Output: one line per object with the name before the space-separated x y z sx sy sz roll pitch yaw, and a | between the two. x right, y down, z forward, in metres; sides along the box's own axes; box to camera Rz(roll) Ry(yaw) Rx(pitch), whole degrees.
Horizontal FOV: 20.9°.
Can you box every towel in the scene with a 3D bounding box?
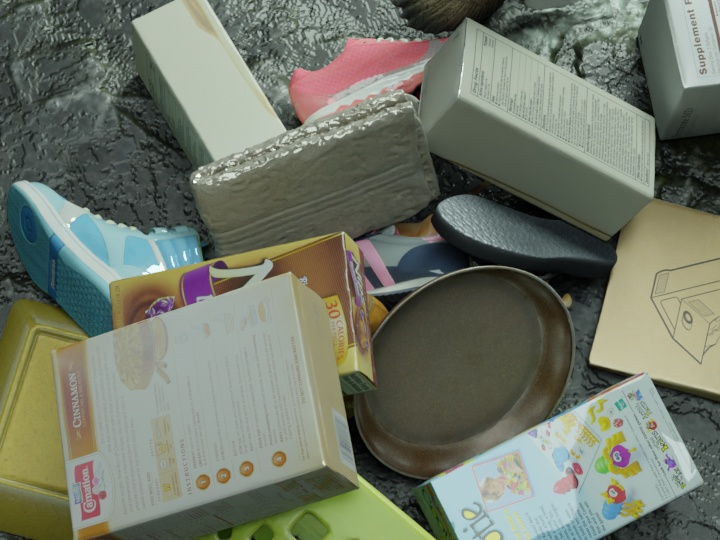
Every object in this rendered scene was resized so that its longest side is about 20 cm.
towel | -0.036 -0.070 1.600 0.200 0.133 0.035 -21 50 -3

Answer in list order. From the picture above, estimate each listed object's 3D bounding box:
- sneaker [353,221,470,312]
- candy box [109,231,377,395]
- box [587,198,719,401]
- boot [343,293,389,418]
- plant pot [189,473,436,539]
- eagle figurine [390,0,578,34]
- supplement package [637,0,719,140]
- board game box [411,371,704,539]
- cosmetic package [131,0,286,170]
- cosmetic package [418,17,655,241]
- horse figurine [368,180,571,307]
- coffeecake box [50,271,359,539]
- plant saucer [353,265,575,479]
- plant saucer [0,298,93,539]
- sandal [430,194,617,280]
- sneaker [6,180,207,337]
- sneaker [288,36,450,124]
sneaker | 0.000 0.000 1.655 0.200 0.070 0.082 1 59 19
candy box | -0.092 0.050 1.515 0.200 0.056 0.117 -12 68 13
box | 0.312 0.033 1.694 0.200 0.021 0.164 15 71 2
boot | -0.064 0.082 1.612 0.201 0.144 0.071 -26 39 10
plant pot | -0.051 0.243 1.519 0.199 0.200 0.182 39 80 11
eagle figurine | 0.120 -0.287 1.714 0.151 0.152 0.200 10 28 15
supplement package | 0.360 -0.200 1.727 0.200 0.117 0.117 -7 71 -4
board game box | 0.158 0.176 1.588 0.200 0.103 0.105 -25 84 -11
cosmetic package | -0.121 -0.131 1.692 0.071 0.105 0.200 -28 76 -12
cosmetic package | 0.151 -0.119 1.661 0.200 0.073 0.104 26 46 -17
horse figurine | 0.096 0.004 1.682 0.132 0.050 0.200 -20 70 -15
coffeecake box | -0.116 0.109 1.428 0.200 0.073 0.154 -18 65 15
plant saucer | 0.082 0.080 1.603 0.200 0.200 0.032 -24 33 -10
plant saucer | -0.226 0.130 1.625 0.200 0.048 0.200 14 71 3
sandal | 0.138 -0.015 1.628 0.200 0.043 0.076 12 33 -40
sneaker | -0.209 -0.018 1.672 0.130 0.080 0.200 -21 53 -34
sneaker | 0.027 -0.182 1.731 0.200 0.074 0.087 -25 69 -12
